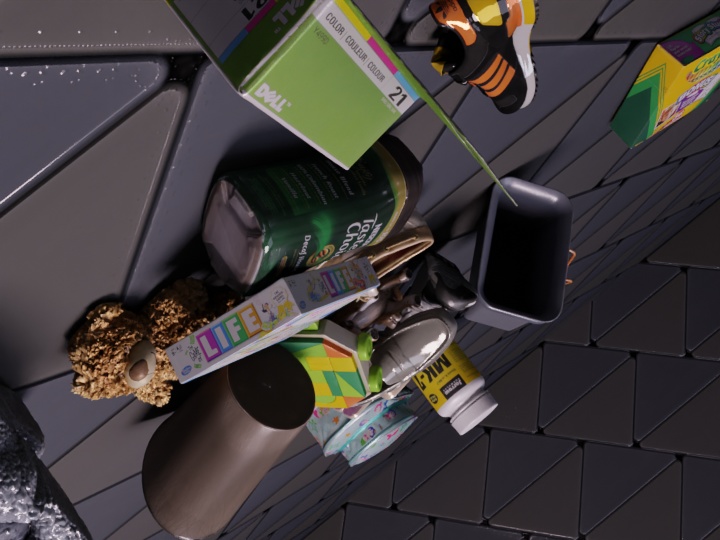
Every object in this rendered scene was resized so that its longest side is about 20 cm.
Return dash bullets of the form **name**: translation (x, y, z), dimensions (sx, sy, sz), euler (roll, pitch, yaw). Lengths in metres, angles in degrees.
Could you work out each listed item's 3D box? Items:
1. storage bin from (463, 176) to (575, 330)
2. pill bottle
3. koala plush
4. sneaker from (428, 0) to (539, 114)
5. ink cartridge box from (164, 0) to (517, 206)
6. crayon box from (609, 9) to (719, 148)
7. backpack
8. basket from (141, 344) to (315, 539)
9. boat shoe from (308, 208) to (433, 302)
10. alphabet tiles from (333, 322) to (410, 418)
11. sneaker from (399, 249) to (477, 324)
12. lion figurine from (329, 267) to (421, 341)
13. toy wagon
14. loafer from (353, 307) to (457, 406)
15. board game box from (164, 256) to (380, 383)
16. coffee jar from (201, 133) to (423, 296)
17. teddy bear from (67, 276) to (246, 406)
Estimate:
- **storage bin**: translation (0.227, -0.009, 1.056), dimensions (0.135, 0.143, 0.203), euler (119, -15, -69)
- **pill bottle**: translation (0.171, 0.211, 1.413), dimensions (0.113, 0.201, 0.115), euler (-33, 160, -14)
- **koala plush**: translation (-0.332, 0.178, 0.519), dimensions (0.198, 0.178, 0.185), euler (-30, 147, -20)
- **sneaker**: translation (0.104, -0.194, 0.639), dimensions (0.089, 0.071, 0.200), euler (-24, 160, 4)
- **ink cartridge box**: translation (-0.010, -0.102, 0.416), dimensions (0.076, 0.201, 0.148), euler (-41, 160, 11)
- **crayon box**: translation (0.497, -0.299, 1.104), dimensions (0.198, 0.059, 0.173), euler (-31, 159, -22)
- **backpack**: translation (-0.003, 0.260, 1.307), dimensions (0.177, 0.151, 0.199), euler (-42, 155, 14)
- **basket**: translation (-0.148, 0.183, 0.833), dimensions (0.200, 0.135, 0.182), euler (-48, -161, 34)
- **boat shoe**: translation (0.000, 0.000, 0.847), dimensions (0.199, 0.069, 0.074), euler (-39, 161, 0)
- **alphabet tiles**: translation (0.026, 0.133, 1.072), dimensions (0.196, 0.015, 0.199), euler (-45, -160, -17)
- **sneaker**: translation (0.098, 0.050, 0.999), dimensions (0.116, 0.074, 0.200), euler (-58, -175, 12)
- **lion figurine**: translation (0.004, 0.057, 0.948), dimensions (0.122, 0.073, 0.199), euler (-25, 176, 38)
- **toy wagon**: translation (-0.061, 0.098, 0.858), dimensions (0.152, 0.040, 0.201), euler (-1, 140, 14)
- **loafer**: translation (0.043, 0.120, 0.933), dimensions (0.200, 0.070, 0.070), euler (-42, 180, 29)
- **board game box**: translation (-0.073, 0.041, 0.680), dimensions (0.133, 0.035, 0.200), euler (-30, 175, 20)
- **coffee jar**: translation (-0.036, -0.055, 0.642), dimensions (0.198, 0.086, 0.105), euler (-24, 156, -38)
- **teddy bear**: translation (-0.180, 0.073, 0.690), dimensions (0.145, 0.067, 0.200), euler (-43, 161, 5)
